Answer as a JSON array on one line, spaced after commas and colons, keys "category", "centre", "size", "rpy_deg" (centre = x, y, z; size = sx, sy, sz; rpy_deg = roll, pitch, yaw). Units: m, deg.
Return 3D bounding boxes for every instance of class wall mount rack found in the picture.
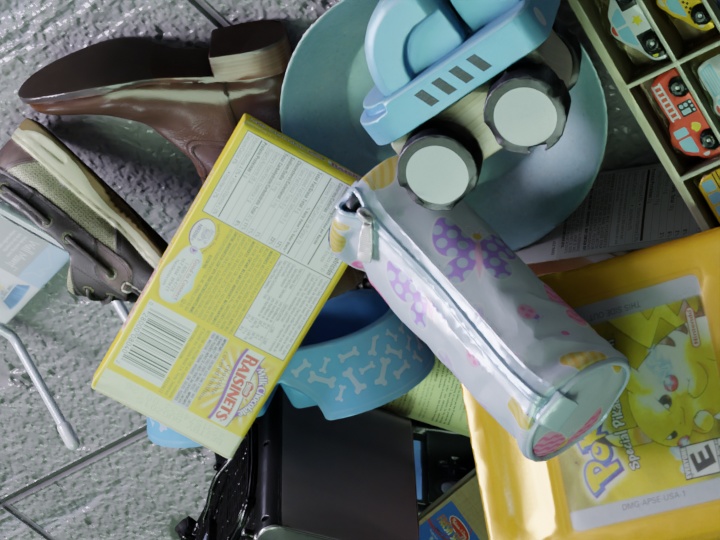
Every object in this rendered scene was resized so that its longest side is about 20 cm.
[{"category": "wall mount rack", "centre": [-0.232, 0.031, 1.660], "size": [0.174, 0.075, 0.200], "rpy_deg": [31, 135, -19]}]

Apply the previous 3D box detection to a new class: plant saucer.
[{"category": "plant saucer", "centre": [0.052, -0.099, 1.465], "size": [0.200, 0.039, 0.201], "rpy_deg": [4, 123, 6]}]

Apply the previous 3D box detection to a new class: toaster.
[{"category": "toaster", "centre": [-0.048, 0.188, 1.631], "size": [0.118, 0.200, 0.181], "rpy_deg": [17, 123, -14]}]

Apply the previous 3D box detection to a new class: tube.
[{"category": "tube", "centre": [0.024, 0.071, 1.661], "size": [0.199, 0.052, 0.058], "rpy_deg": [14, 154, -2]}]

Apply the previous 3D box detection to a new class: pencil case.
[{"category": "pencil case", "centre": [0.067, 0.019, 1.398], "size": [0.083, 0.200, 0.091], "rpy_deg": [-44, 156, 2]}]

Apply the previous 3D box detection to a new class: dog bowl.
[{"category": "dog bowl", "centre": [-0.053, 0.061, 1.570], "size": [0.199, 0.112, 0.050], "rpy_deg": [-13, 109, 15]}]

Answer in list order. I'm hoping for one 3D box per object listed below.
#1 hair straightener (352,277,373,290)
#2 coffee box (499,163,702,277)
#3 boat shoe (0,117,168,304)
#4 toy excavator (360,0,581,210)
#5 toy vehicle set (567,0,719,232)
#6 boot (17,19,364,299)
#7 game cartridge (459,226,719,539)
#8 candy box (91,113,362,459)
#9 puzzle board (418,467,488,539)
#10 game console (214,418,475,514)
[{"category": "hair straightener", "centre": [0.000, 0.000, 1.597], "size": [0.200, 0.041, 0.077], "rpy_deg": [29, 135, -16]}, {"category": "coffee box", "centre": [0.177, 0.001, 1.527], "size": [0.199, 0.080, 0.115], "rpy_deg": [-7, 133, 20]}, {"category": "boat shoe", "centre": [-0.164, -0.010, 1.552], "size": [0.066, 0.072, 0.201], "rpy_deg": [-45, 84, 1]}, {"category": "toy excavator", "centre": [0.054, -0.164, 1.348], "size": [0.194, 0.100, 0.200], "rpy_deg": [-33, 106, 24]}, {"category": "toy vehicle set", "centre": [0.220, -0.106, 1.384], "size": [0.124, 0.027, 0.200], "rpy_deg": [-26, 100, 33]}, {"category": "boot", "centre": [-0.105, -0.052, 1.527], "size": [0.186, 0.064, 0.200], "rpy_deg": [-6, 124, 15]}, {"category": "game cartridge", "centre": [0.152, 0.082, 1.409], "size": [0.200, 0.177, 0.032], "rpy_deg": [-17, 168, 31]}, {"category": "candy box", "centre": [-0.076, 0.011, 1.486], "size": [0.102, 0.026, 0.200], "rpy_deg": [28, 107, -13]}, {"category": "puzzle board", "centre": [0.127, 0.204, 1.743], "size": [0.151, 0.017, 0.200], "rpy_deg": [-39, 125, -4]}, {"category": "game console", "centre": [-0.016, 0.187, 1.739], "size": [0.199, 0.117, 0.176], "rpy_deg": [6, 146, 6]}]
